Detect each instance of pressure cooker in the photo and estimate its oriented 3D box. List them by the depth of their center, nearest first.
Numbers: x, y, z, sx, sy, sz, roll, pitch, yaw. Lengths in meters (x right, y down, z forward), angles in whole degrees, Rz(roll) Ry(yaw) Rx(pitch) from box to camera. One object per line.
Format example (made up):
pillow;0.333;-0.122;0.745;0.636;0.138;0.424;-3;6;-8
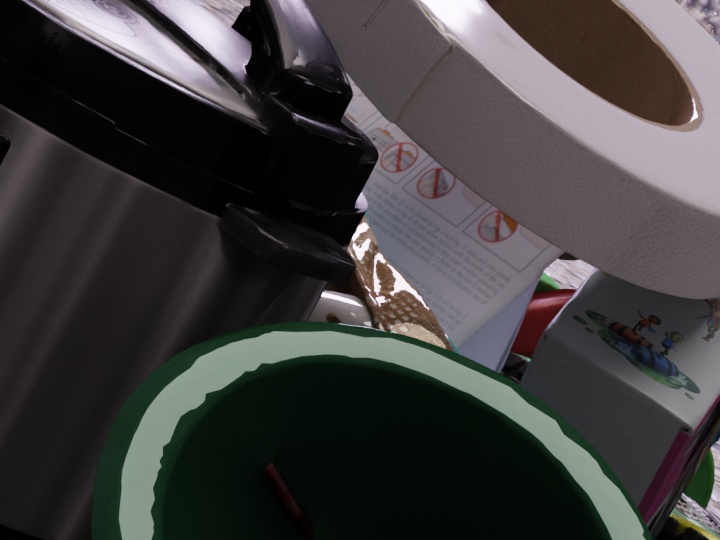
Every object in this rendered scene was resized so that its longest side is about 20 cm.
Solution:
pressure cooker;-0.093;-0.024;0.863;0.176;0.200;0.179;29;10;-4

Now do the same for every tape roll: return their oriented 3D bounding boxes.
tape roll;0.063;-0.071;0.931;0.203;0.037;0.203;31;25;-17

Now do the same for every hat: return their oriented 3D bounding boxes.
hat;-0.011;0.131;0.820;0.200;0.176;0.166;18;50;-15

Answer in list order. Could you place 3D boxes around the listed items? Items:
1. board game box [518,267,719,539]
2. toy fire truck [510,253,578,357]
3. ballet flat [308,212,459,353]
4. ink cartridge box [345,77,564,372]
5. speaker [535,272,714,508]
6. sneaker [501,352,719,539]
board game box;0.103;0.045;1.011;0.064;0.148;0.200;30;37;9
toy fire truck;0.071;-0.026;1.273;0.200;0.112;0.168;-10;6;-33
ballet flat;-0.018;0.015;0.947;0.065;0.071;0.200;14;28;-31
ink cartridge box;0.000;0.000;1.039;0.160;0.200;0.047;37;-20;42
speaker;0.091;0.061;1.294;0.088;0.088;0.200;24;11;-27
sneaker;0.101;0.110;1.145;0.200;0.078;0.085;45;9;28
